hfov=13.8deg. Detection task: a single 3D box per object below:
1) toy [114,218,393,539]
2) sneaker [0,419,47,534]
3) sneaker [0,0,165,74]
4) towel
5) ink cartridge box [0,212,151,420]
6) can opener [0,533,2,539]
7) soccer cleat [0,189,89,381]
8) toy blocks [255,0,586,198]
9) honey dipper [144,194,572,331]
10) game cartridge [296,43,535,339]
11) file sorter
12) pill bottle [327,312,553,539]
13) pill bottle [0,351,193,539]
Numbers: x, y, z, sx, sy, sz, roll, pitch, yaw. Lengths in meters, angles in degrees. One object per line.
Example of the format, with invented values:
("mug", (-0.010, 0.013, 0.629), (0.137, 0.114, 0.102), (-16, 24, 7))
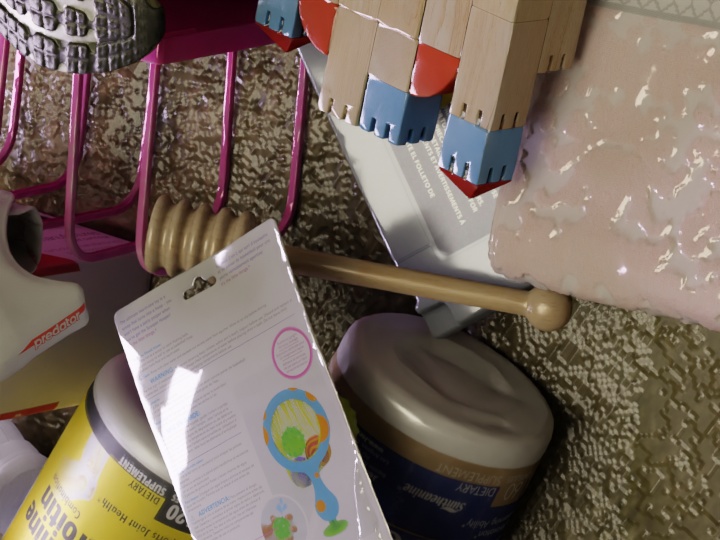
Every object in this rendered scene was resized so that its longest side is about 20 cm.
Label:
("toy", (-0.033, 0.090, 1.358), (0.115, 0.047, 0.201), (-29, 73, 37))
("sneaker", (-0.247, 0.154, 1.635), (0.088, 0.075, 0.200), (45, 108, 26))
("sneaker", (-0.146, -0.157, 1.390), (0.200, 0.088, 0.077), (32, 132, 38))
("towel", (0.157, -0.071, 1.296), (0.199, 0.032, 0.192), (15, 94, 37))
("ink cartridge box", (-0.232, 0.008, 1.552), (0.199, 0.147, 0.083), (18, 105, 30))
("can opener", (-0.253, 0.097, 1.497), (0.052, 0.200, 0.067), (10, 61, 41))
("soccer cleat", (-0.200, -0.020, 1.421), (0.200, 0.085, 0.069), (50, 156, 42))
("toy blocks", (0.025, -0.121, 1.346), (0.199, 0.100, 0.137), (28, 116, 36))
("honey dipper", (0.000, 0.000, 1.374), (0.199, 0.038, 0.038), (10, 103, 7))
("game cartridge", (0.050, -0.085, 1.403), (0.133, 0.041, 0.201), (-28, 81, 27))
("file sorter", (-0.140, -0.083, 1.485), (0.199, 0.139, 0.126), (16, 108, 31))
("pill bottle", (0.004, 0.130, 1.430), (0.111, 0.111, 0.201), (37, 115, 24))
("pill bottle", (-0.125, 0.147, 1.520), (0.112, 0.112, 0.201), (42, 117, 22))
